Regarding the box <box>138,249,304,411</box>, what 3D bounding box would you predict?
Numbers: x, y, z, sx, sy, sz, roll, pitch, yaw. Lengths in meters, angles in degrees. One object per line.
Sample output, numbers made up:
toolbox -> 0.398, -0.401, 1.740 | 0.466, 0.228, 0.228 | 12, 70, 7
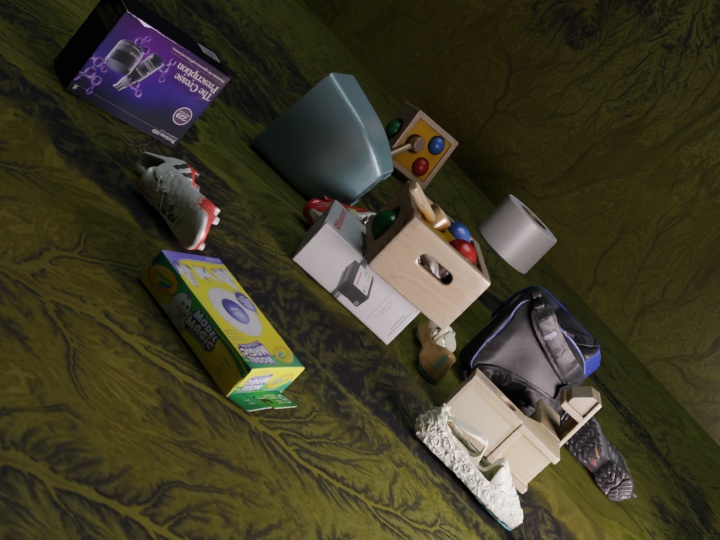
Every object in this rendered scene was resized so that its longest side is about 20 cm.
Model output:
box -> -0.143, 0.067, 1.086 | 0.201, 0.048, 0.117 | 51, 17, 19

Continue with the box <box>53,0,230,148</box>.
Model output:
box -> -0.305, -0.282, 1.411 | 0.199, 0.141, 0.079 | 27, 24, -48

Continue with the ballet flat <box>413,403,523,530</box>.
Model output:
ballet flat -> 0.155, 0.257, 1.323 | 0.200, 0.072, 0.072 | 45, 15, -1

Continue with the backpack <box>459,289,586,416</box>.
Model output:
backpack -> 0.284, 0.159, 1.730 | 0.191, 0.200, 0.154 | 45, 1, -8

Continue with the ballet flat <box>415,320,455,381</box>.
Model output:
ballet flat -> 0.130, 0.119, 1.628 | 0.069, 0.063, 0.200 | 41, 15, -12

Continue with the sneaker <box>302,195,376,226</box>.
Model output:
sneaker -> -0.036, -0.097, 1.753 | 0.085, 0.077, 0.200 | 43, 13, 19

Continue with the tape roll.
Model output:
tape roll -> 0.468, -0.109, 2.983 | 0.202, 0.139, 0.203 | 40, 16, -14

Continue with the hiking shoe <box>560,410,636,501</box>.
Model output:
hiking shoe -> 0.439, 0.341, 1.859 | 0.101, 0.075, 0.201 | 35, 25, -60

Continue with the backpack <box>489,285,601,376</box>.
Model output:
backpack -> 0.340, 0.149, 1.935 | 0.200, 0.162, 0.168 | 51, -12, 27

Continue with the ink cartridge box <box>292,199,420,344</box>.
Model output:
ink cartridge box -> 0.000, 0.000, 1.563 | 0.200, 0.084, 0.145 | 43, 17, -8

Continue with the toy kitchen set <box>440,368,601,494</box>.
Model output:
toy kitchen set -> 0.251, 0.196, 1.544 | 0.180, 0.163, 0.200 | 44, 15, 1

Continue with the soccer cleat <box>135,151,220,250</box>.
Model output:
soccer cleat -> -0.232, -0.089, 1.243 | 0.085, 0.069, 0.200 | 24, 20, -30

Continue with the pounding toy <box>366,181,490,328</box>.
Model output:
pounding toy -> 0.096, -0.047, 1.480 | 0.200, 0.142, 0.185 | 40, 18, -16

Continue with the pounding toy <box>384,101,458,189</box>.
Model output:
pounding toy -> 0.127, -0.322, 2.626 | 0.199, 0.185, 0.142 | 34, 5, -32

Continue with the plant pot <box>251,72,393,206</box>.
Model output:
plant pot -> -0.047, -0.225, 1.864 | 0.201, 0.196, 0.196 | 52, 15, 1
